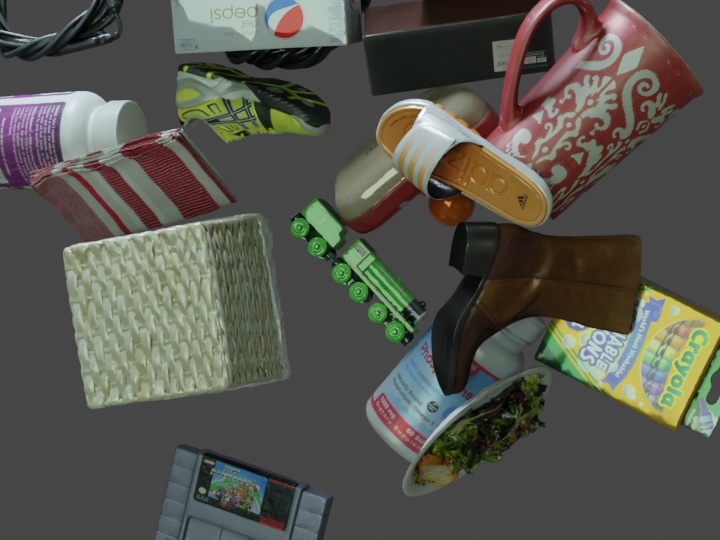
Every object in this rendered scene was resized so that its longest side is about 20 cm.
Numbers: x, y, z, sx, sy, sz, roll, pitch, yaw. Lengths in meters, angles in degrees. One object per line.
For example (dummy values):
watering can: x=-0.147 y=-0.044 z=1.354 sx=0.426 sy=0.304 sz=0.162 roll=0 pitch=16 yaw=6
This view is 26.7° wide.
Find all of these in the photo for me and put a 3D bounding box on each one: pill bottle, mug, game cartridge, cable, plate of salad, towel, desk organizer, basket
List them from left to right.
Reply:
cable: x=-0.373 y=-0.334 z=1.806 sx=0.199 sy=0.051 sz=0.164 roll=-9 pitch=89 yaw=20
pill bottle: x=-0.354 y=-0.151 z=1.775 sx=0.199 sy=0.112 sz=0.113 roll=-1 pitch=92 yaw=20
towel: x=-0.259 y=-0.090 z=1.738 sx=0.199 sy=0.144 sz=0.023 roll=-15 pitch=53 yaw=19
basket: x=-0.206 y=0.045 z=1.708 sx=0.197 sy=0.161 sz=0.201 roll=-9 pitch=88 yaw=20
game cartridge: x=-0.138 y=0.289 z=1.762 sx=0.199 sy=0.038 sz=0.130 roll=16 pitch=102 yaw=18
cable: x=-0.086 y=-0.306 z=1.700 sx=0.199 sy=0.051 sz=0.164 roll=10 pitch=96 yaw=18
desk organizer: x=0.104 y=-0.249 z=1.628 sx=0.199 sy=0.077 sz=0.072 roll=-7 pitch=124 yaw=4
pill bottle: x=0.104 y=0.108 z=1.628 sx=0.109 sy=0.109 sz=0.200 roll=43 pitch=105 yaw=13
plate of salad: x=0.129 y=0.175 z=1.574 sx=0.200 sy=0.200 sz=0.048 roll=-47 pitch=65 yaw=15
mug: x=0.215 y=-0.174 z=1.545 sx=0.200 sy=0.133 sz=0.178 roll=-45 pitch=85 yaw=6

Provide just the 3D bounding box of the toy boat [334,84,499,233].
toy boat: x=0.074 y=-0.102 z=1.639 sx=0.200 sy=0.131 sz=0.131 roll=-40 pitch=110 yaw=17

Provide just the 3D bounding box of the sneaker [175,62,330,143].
sneaker: x=-0.121 y=-0.180 z=1.721 sx=0.199 sy=0.075 sz=0.077 roll=20 pitch=109 yaw=26

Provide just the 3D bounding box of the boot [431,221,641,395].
boot: x=0.179 y=0.044 z=1.545 sx=0.199 sy=0.068 sz=0.189 roll=6 pitch=100 yaw=-17

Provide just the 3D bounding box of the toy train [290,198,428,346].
toy train: x=0.000 y=0.000 z=1.698 sx=0.056 sy=0.042 sz=0.200 roll=-44 pitch=78 yaw=5

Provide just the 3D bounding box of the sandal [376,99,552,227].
sandal: x=0.094 y=-0.102 z=1.499 sx=0.206 sy=0.059 sz=0.080 roll=30 pitch=125 yaw=23

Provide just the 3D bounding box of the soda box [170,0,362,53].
soda box: x=-0.101 y=-0.272 z=1.647 sx=0.199 sy=0.068 sz=0.064 roll=0 pitch=102 yaw=15

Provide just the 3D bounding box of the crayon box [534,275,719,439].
crayon box: x=0.299 y=0.080 z=1.589 sx=0.199 sy=0.052 sz=0.126 roll=27 pitch=101 yaw=16
